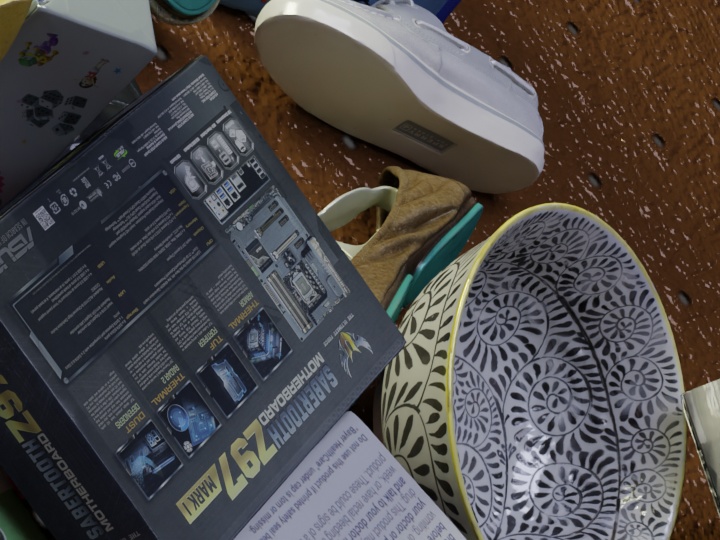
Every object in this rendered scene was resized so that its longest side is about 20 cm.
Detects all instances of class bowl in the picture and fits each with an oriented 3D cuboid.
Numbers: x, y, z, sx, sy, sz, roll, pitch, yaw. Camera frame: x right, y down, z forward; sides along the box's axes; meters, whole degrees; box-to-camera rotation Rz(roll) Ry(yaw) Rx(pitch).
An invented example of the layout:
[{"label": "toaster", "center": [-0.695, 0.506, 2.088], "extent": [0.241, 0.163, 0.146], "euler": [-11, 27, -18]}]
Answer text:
[{"label": "bowl", "center": [0.068, 0.073, 1.301], "extent": [0.200, 0.094, 0.202], "euler": [12, 74, -49]}]

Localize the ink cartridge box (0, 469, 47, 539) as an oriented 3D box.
[{"label": "ink cartridge box", "center": [-0.230, 0.079, 1.025], "extent": [0.145, 0.087, 0.200], "euler": [-24, 78, -52]}]

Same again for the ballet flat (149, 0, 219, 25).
[{"label": "ballet flat", "center": [-0.141, -0.202, 1.332], "extent": [0.067, 0.062, 0.200], "euler": [-44, 121, -19]}]

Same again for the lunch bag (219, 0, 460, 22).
[{"label": "lunch bag", "center": [0.018, -0.217, 1.436], "extent": [0.150, 0.200, 0.094], "euler": [17, 47, -35]}]

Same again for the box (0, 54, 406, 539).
[{"label": "box", "center": [-0.080, 0.022, 1.084], "extent": [0.158, 0.051, 0.200], "euler": [54, 39, -9]}]

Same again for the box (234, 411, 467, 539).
[{"label": "box", "center": [-0.008, 0.195, 1.131], "extent": [0.200, 0.105, 0.184], "euler": [48, 37, 0]}]

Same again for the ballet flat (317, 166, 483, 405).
[{"label": "ballet flat", "center": [0.000, 0.000, 1.352], "extent": [0.072, 0.068, 0.200], "euler": [28, 37, 6]}]

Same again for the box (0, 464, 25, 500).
[{"label": "box", "center": [-0.126, 0.032, 1.158], "extent": [0.200, 0.103, 0.095], "euler": [-15, 69, -49]}]

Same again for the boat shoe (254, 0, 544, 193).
[{"label": "boat shoe", "center": [0.026, -0.112, 1.450], "extent": [0.199, 0.072, 0.069], "euler": [24, 55, -29]}]

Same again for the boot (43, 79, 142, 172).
[{"label": "boot", "center": [-0.155, -0.109, 1.250], "extent": [0.201, 0.065, 0.165], "euler": [65, 8, 15]}]

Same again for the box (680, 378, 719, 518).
[{"label": "box", "center": [0.232, 0.159, 1.372], "extent": [0.200, 0.050, 0.158], "euler": [50, 21, -58]}]

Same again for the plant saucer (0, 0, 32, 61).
[{"label": "plant saucer", "center": [-0.250, -0.082, 1.060], "extent": [0.199, 0.049, 0.200], "euler": [-24, 30, -22]}]

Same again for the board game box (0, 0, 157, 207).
[{"label": "board game box", "center": [-0.175, -0.102, 1.142], "extent": [0.064, 0.200, 0.148], "euler": [17, 47, -36]}]
